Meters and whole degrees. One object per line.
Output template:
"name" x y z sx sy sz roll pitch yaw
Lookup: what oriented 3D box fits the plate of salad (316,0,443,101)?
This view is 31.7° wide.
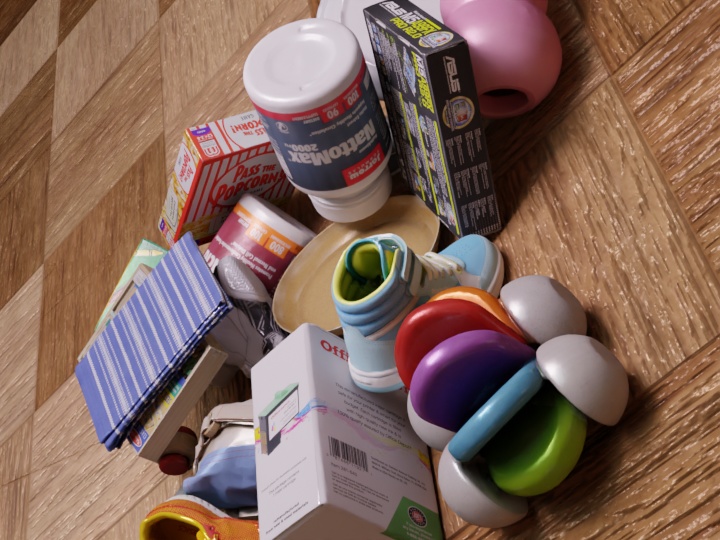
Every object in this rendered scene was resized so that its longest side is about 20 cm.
"plate of salad" 0.051 -0.266 1.352 0.200 0.048 0.200 -4 70 11

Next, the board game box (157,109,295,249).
"board game box" -0.141 -0.107 1.443 0.046 0.151 0.200 60 152 19

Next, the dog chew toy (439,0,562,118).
"dog chew toy" 0.133 -0.254 1.254 0.124 0.124 0.200 -23 60 44

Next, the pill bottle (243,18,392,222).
"pill bottle" -0.033 -0.145 1.291 0.119 0.200 0.120 -10 51 12

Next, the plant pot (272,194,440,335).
"plant pot" 0.000 0.000 1.296 0.200 0.028 0.200 -28 31 18

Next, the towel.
"towel" -0.212 0.071 1.282 0.200 0.024 0.145 -49 39 10

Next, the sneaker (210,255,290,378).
"sneaker" -0.124 0.092 1.328 0.115 0.075 0.200 -38 70 9

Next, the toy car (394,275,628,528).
"toy car" 0.100 0.090 1.016 0.175 0.150 0.200 -48 34 17

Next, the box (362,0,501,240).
"box" 0.069 -0.148 1.224 0.044 0.200 0.160 -22 31 -11

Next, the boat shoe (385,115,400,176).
"boat shoe" -0.002 -0.138 1.429 0.200 0.057 0.067 -15 53 48

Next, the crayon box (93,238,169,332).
"crayon box" -0.237 0.043 1.500 0.119 0.058 0.200 -64 -9 -6

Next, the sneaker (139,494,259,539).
"sneaker" -0.109 0.261 1.167 0.077 0.200 0.073 -37 -49 -71

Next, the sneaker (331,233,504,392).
"sneaker" 0.052 0.001 1.123 0.079 0.131 0.200 12 45 39

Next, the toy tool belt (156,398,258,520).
"toy tool belt" -0.118 0.196 1.236 0.200 0.125 0.123 -15 50 17

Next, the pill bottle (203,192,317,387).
"pill bottle" -0.137 0.023 1.431 0.200 0.114 0.114 -57 32 4

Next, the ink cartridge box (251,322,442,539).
"ink cartridge box" -0.015 0.166 1.117 0.084 0.145 0.200 -40 37 28

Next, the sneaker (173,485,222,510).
"sneaker" -0.139 0.295 1.249 0.118 0.074 0.201 -34 49 45

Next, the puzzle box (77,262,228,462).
"puzzle box" -0.220 0.090 1.310 0.133 0.025 0.200 -56 39 6
